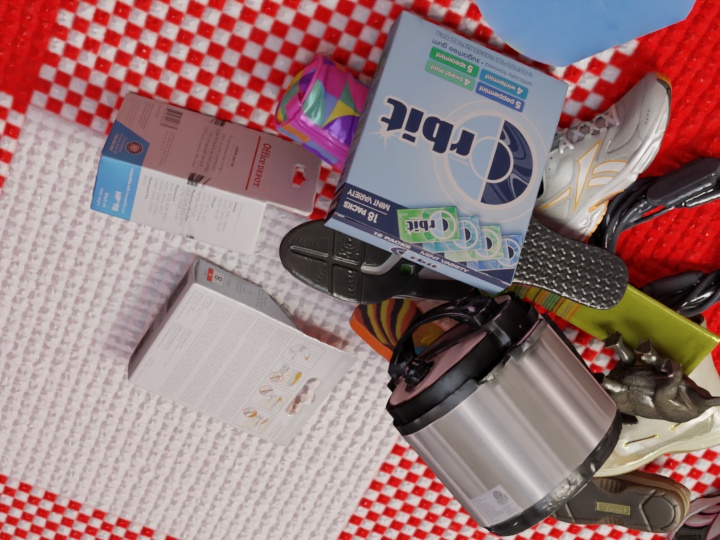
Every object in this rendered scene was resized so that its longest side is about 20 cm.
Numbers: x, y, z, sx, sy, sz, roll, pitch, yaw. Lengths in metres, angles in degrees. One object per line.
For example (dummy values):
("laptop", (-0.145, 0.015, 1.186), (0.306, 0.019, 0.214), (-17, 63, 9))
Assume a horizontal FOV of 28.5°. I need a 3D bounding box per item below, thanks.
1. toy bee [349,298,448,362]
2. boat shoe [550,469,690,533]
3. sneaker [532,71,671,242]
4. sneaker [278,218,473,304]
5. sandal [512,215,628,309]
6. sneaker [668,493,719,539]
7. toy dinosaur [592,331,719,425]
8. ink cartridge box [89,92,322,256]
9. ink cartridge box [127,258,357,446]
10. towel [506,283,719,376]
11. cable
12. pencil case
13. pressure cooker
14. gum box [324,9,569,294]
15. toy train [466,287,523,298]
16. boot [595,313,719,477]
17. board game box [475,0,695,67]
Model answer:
("toy bee", (0.083, 0.096, 1.455), (0.108, 0.131, 0.201), (-35, 103, -17))
("boat shoe", (0.263, 0.240, 1.556), (0.198, 0.076, 0.073), (13, 110, 24))
("sneaker", (0.208, -0.109, 1.310), (0.091, 0.076, 0.201), (28, 123, -9))
("sneaker", (0.000, 0.001, 1.365), (0.198, 0.077, 0.115), (9, 172, -25))
("sandal", (0.156, -0.016, 1.318), (0.198, 0.045, 0.076), (24, 89, -17))
("sneaker", (0.411, 0.289, 1.567), (0.080, 0.087, 0.201), (24, 125, -10))
("toy dinosaur", (0.284, 0.115, 1.370), (0.198, 0.078, 0.102), (-11, 138, 34))
("ink cartridge box", (-0.142, -0.085, 1.334), (0.197, 0.116, 0.067), (17, 126, -6))
("ink cartridge box", (-0.126, 0.090, 1.512), (0.198, 0.050, 0.163), (24, 125, -22))
("towel", (0.242, 0.040, 1.371), (0.198, 0.018, 0.086), (30, 143, 1))
("cable", (0.312, -0.026, 1.374), (0.198, 0.051, 0.164), (-29, 125, 16))
("pencil case", (0.016, -0.114, 1.316), (0.199, 0.089, 0.088), (34, 123, -15))
("pressure cooker", (0.121, 0.117, 1.299), (0.176, 0.179, 0.200), (-42, 94, 6))
("gum box", (0.078, -0.104, 1.256), (0.168, 0.202, 0.045), (21, 162, -11))
("toy train", (0.165, 0.072, 1.465), (0.056, 0.042, 0.201), (-17, 123, 30))
("boot", (0.281, 0.127, 1.474), (0.198, 0.072, 0.156), (-17, 121, 16))
("board game box", (0.195, -0.266, 1.219), (0.198, 0.039, 0.159), (-19, 127, 25))
